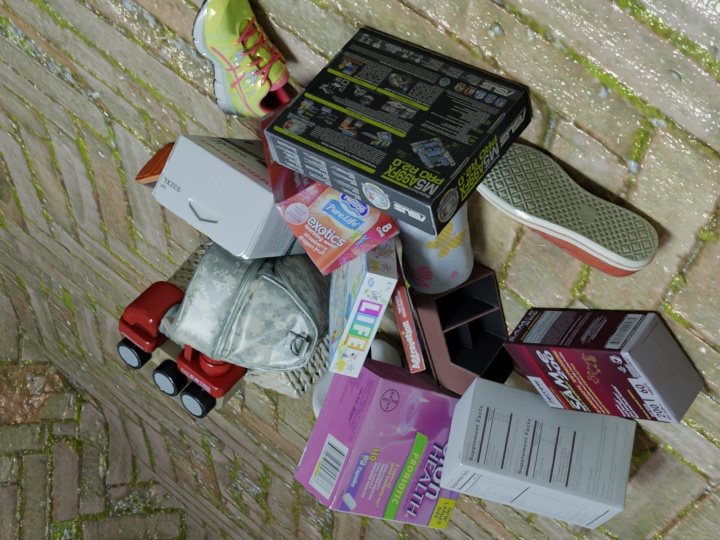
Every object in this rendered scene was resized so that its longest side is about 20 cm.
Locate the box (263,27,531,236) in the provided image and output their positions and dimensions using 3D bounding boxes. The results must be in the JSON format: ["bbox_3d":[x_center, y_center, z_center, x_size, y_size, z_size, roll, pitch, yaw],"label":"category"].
[{"bbox_3d":[0.034,-0.135,1.169,0.199,0.161,0.044,26,153,30],"label":"box"}]

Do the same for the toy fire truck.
[{"bbox_3d":[-0.237,0.083,1.635,0.175,0.129,0.201,35,143,14],"label":"toy fire truck"}]

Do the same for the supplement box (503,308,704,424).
[{"bbox_3d":[0.258,0.100,1.353,0.109,0.061,0.199,51,156,-21],"label":"supplement box"}]

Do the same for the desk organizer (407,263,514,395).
[{"bbox_3d":[0.124,0.072,1.498,0.076,0.072,0.201,23,151,31],"label":"desk organizer"}]

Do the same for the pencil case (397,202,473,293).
[{"bbox_3d":[0.074,-0.063,1.330,0.201,0.082,0.091,78,167,-54],"label":"pencil case"}]

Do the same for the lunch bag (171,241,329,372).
[{"bbox_3d":[-0.109,0.037,1.492,0.166,0.140,0.200,28,-165,2],"label":"lunch bag"}]

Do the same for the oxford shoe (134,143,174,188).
[{"bbox_3d":[-0.247,-0.128,1.727,0.073,0.072,0.199,47,156,-26],"label":"oxford shoe"}]

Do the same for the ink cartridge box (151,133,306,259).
[{"bbox_3d":[-0.120,-0.087,1.451,0.144,0.084,0.200,33,-164,20],"label":"ink cartridge box"}]

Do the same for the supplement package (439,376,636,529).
[{"bbox_3d":[0.208,0.217,1.481,0.198,0.111,0.114,16,155,-4],"label":"supplement package"}]

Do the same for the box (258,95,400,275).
[{"bbox_3d":[-0.035,-0.102,1.296,0.100,0.095,0.201,56,-170,-32],"label":"box"}]

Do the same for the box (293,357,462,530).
[{"bbox_3d":[0.044,0.220,1.603,0.199,0.178,0.096,18,-174,-37],"label":"box"}]

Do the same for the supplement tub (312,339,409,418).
[{"bbox_3d":[0.042,0.209,1.750,0.144,0.146,0.200,8,147,52],"label":"supplement tub"}]

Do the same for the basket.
[{"bbox_3d":[-0.129,0.047,1.733,0.199,0.161,0.199,13,143,45],"label":"basket"}]

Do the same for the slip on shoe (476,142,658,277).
[{"bbox_3d":[0.187,-0.054,1.190,0.199,0.074,0.061,31,158,12],"label":"slip on shoe"}]

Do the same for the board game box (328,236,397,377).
[{"bbox_3d":[0.000,0.000,1.370,0.034,0.201,0.135,14,124,-11],"label":"board game box"}]

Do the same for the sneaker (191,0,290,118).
[{"bbox_3d":[-0.118,-0.235,1.354,0.090,0.079,0.201,22,157,20],"label":"sneaker"}]

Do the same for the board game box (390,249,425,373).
[{"bbox_3d":[0.042,0.020,1.400,0.200,0.019,0.104,-100,-6,-65],"label":"board game box"}]

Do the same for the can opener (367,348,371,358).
[{"bbox_3d":[-0.012,0.073,1.624,0.078,0.063,0.203,-3,102,46],"label":"can opener"}]
